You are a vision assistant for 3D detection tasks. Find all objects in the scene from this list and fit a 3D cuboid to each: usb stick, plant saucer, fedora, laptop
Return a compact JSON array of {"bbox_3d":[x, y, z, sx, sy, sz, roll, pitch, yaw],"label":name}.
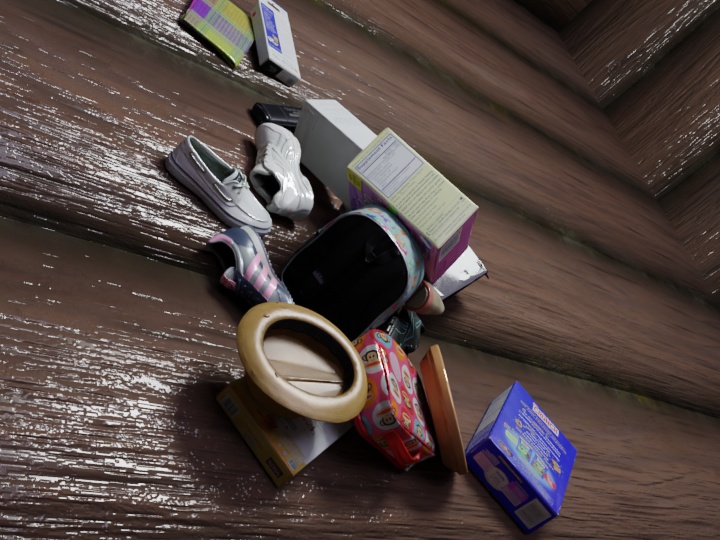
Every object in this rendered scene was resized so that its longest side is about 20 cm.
[{"bbox_3d":[-0.132,-0.295,1.667,0.056,0.033,0.199,52,30,20],"label":"usb stick"},{"bbox_3d":[0.126,0.218,1.333,0.200,0.037,0.203,-13,90,-87],"label":"plant saucer"},{"bbox_3d":[-0.085,0.134,1.124,0.199,0.082,0.202,26,36,-21],"label":"fedora"},{"bbox_3d":[0.144,-0.037,1.620,0.199,0.116,0.188,-31,78,-28],"label":"laptop"}]

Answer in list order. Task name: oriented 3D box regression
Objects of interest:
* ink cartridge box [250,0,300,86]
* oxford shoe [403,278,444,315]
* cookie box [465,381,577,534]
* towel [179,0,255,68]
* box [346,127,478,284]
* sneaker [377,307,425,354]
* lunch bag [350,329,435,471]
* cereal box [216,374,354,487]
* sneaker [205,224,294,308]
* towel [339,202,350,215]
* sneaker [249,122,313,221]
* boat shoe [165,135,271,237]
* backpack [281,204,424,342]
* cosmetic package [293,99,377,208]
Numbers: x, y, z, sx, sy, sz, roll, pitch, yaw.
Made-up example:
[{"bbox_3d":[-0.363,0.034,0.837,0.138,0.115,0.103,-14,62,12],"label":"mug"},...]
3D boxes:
[{"bbox_3d":[-0.179,-0.482,1.781,0.094,0.037,0.202,26,45,-47],"label":"ink cartridge box"},{"bbox_3d":[0.065,0.018,1.457,0.075,0.071,0.200,30,12,-48],"label":"oxford shoe"},{"bbox_3d":[0.276,0.314,1.466,0.172,0.075,0.200,49,31,1],"label":"cookie box"},{"bbox_3d":[-0.276,-0.489,1.709,0.143,0.023,0.201,37,33,-20],"label":"towel"},{"bbox_3d":[0.081,-0.100,1.404,0.200,0.097,0.176,44,-13,14],"label":"box"},{"bbox_3d":[0.062,0.112,1.420,0.079,0.075,0.200,47,31,-6],"label":"sneaker"},{"bbox_3d":[0.046,0.199,1.240,0.200,0.081,0.178,51,20,-51],"label":"lunch bag"},{"bbox_3d":[-0.091,0.187,1.176,0.144,0.039,0.200,52,31,6],"label":"cereal box"},{"bbox_3d":[-0.161,0.028,1.254,0.081,0.070,0.201,-14,63,-38],"label":"sneaker"},{"bbox_3d":[0.054,-0.024,1.603,0.198,0.032,0.193,22,41,-37],"label":"towel"},{"bbox_3d":[-0.151,-0.179,1.474,0.099,0.078,0.202,6,50,-44],"label":"sneaker"},{"bbox_3d":[-0.211,-0.130,1.348,0.199,0.067,0.074,35,33,-21],"label":"boat shoe"},{"bbox_3d":[0.000,0.000,1.342,0.178,0.200,0.150,51,31,6],"label":"backpack"},{"bbox_3d":[-0.034,-0.215,1.564,0.081,0.114,0.200,-11,47,-44],"label":"cosmetic package"}]
